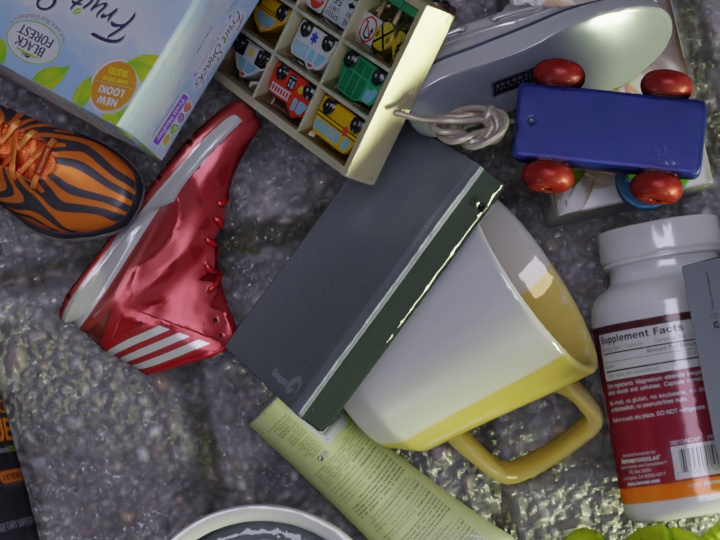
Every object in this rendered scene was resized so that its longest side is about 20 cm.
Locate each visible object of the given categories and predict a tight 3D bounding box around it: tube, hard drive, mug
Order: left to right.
[{"bbox_3d":[0.000,0.000,1.516,0.033,0.140,0.200,36,90,-29],"label":"hard drive"},{"bbox_3d":[0.011,0.155,1.591,0.200,0.052,0.058,41,124,-2],"label":"tube"},{"bbox_3d":[0.068,0.061,1.548,0.153,0.149,0.187,-35,82,15],"label":"mug"}]

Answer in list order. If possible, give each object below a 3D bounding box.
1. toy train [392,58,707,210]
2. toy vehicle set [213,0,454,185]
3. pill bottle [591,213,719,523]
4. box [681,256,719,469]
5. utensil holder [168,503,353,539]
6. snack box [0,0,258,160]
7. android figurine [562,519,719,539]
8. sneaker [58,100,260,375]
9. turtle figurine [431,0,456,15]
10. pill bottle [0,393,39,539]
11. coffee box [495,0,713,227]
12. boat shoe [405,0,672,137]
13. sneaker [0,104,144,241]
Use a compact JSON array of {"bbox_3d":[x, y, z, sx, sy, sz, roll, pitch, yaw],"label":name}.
[{"bbox_3d":[0.125,-0.085,1.504,0.199,0.116,0.085,6,78,6],"label":"toy train"},{"bbox_3d":[-0.025,-0.153,1.537,0.026,0.200,0.125,17,104,-39],"label":"toy vehicle set"},{"bbox_3d":[0.221,0.067,1.567,0.113,0.113,0.201,-8,85,-2],"label":"pill bottle"},{"bbox_3d":[0.295,0.065,1.535,0.041,0.200,0.157,-14,84,38],"label":"box"},{"bbox_3d":[-0.066,0.239,1.501,0.169,0.200,0.171,0,84,-3],"label":"utensil holder"},{"bbox_3d":[-0.176,-0.192,1.564,0.200,0.068,0.169,29,85,34],"label":"snack box"},{"bbox_3d":[0.191,0.250,1.550,0.182,0.041,0.200,42,105,-16],"label":"android figurine"},{"bbox_3d":[-0.110,-0.014,1.598,0.115,0.078,0.200,39,98,-6],"label":"sneaker"},{"bbox_3d":[0.017,-0.196,1.596,0.100,0.150,0.201,6,108,-41],"label":"turtle figurine"},{"bbox_3d":[-0.294,0.110,1.558,0.106,0.106,0.201,-16,85,-2],"label":"pill bottle"},{"bbox_3d":[0.167,-0.142,1.600,0.114,0.080,0.201,-11,85,-2],"label":"coffee box"},{"bbox_3d":[0.111,-0.152,1.526,0.199,0.074,0.065,-15,46,-18],"label":"boat shoe"},{"bbox_3d":[-0.249,-0.081,1.546,0.199,0.112,0.078,19,82,20],"label":"sneaker"}]
